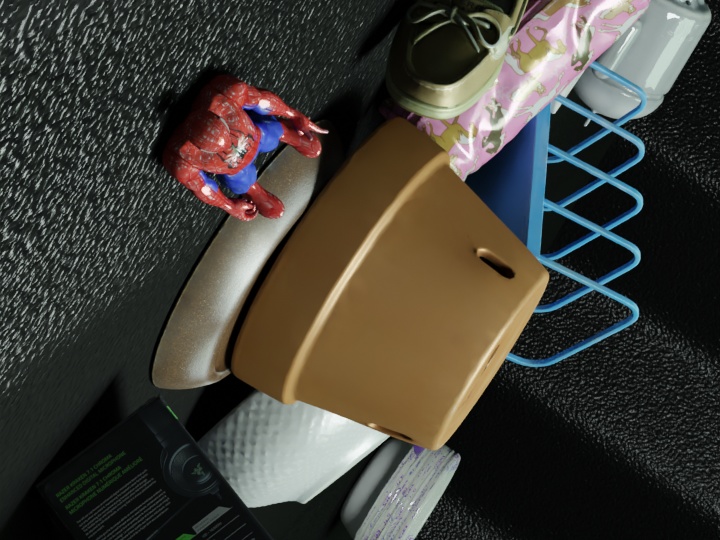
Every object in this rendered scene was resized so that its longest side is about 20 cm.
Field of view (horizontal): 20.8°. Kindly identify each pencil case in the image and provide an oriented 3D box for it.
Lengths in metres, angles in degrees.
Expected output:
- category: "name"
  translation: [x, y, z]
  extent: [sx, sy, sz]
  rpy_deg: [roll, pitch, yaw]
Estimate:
- category: "pencil case"
  translation: [0.105, -0.147, 1.353]
  extent: [0.200, 0.087, 0.083]
  rpy_deg: [-44, -160, 2]

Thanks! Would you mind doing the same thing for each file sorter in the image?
- category: "file sorter"
  translation: [0.129, -0.050, 1.449]
  extent: [0.139, 0.122, 0.201]
  rpy_deg: [-32, -137, 47]

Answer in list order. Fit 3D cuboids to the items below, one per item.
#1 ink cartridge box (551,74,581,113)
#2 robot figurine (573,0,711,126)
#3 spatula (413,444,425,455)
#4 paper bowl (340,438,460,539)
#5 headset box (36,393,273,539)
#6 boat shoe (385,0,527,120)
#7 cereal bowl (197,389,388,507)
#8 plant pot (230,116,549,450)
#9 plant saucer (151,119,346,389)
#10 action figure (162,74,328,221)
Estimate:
- category: "ink cartridge box"
  translation: [0.179, -0.245, 1.522]
  extent: [0.200, 0.083, 0.147]
  rpy_deg: [-54, 171, -22]
- category: "robot figurine"
  translation: [0.289, -0.242, 2.054]
  extent: [0.169, 0.113, 0.201]
  rpy_deg: [-22, 145, -58]
- category: "spatula"
  translation: [0.034, 0.044, 1.540]
  extent: [0.020, 0.201, 0.057]
  rpy_deg: [-4, 154, -28]
- category: "paper bowl"
  translation: [0.047, 0.316, 2.744]
  extent: [0.201, 0.104, 0.201]
  rpy_deg: [-54, 171, -13]
- category: "headset box"
  translation: [-0.103, 0.189, 1.179]
  extent: [0.093, 0.200, 0.174]
  rpy_deg: [-37, 165, -16]
- category: "boat shoe"
  translation: [0.075, -0.178, 1.250]
  extent: [0.201, 0.073, 0.063]
  rpy_deg: [-54, 165, -35]
- category: "cereal bowl"
  translation: [-0.030, 0.112, 1.466]
  extent: [0.200, 0.083, 0.200]
  rpy_deg: [-39, 174, -5]
- category: "plant pot"
  translation: [0.029, 0.021, 1.268]
  extent: [0.201, 0.140, 0.200]
  rpy_deg: [-56, 171, -13]
- category: "plant saucer"
  translation: [-0.062, -0.002, 1.243]
  extent: [0.201, 0.032, 0.200]
  rpy_deg: [-54, 170, -14]
- category: "action figure"
  translation: [-0.058, -0.062, 1.005]
  extent: [0.066, 0.052, 0.200]
  rpy_deg: [-54, 169, 4]
